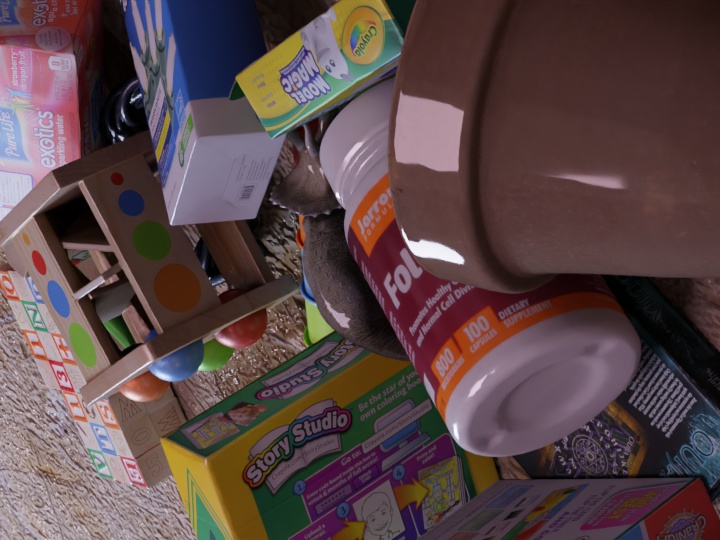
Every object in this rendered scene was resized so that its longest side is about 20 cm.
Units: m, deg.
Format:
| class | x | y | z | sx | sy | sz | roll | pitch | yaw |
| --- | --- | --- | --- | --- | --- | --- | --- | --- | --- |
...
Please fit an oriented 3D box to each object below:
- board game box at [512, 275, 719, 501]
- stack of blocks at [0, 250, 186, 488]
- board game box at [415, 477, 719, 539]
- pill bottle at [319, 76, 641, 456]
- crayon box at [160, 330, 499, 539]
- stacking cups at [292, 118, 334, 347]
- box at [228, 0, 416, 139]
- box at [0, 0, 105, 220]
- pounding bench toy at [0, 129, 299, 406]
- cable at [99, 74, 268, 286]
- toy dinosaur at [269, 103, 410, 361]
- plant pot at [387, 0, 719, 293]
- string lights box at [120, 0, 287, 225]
| class | x | y | z | sx | sy | sz | roll | pitch | yaw |
| --- | --- | --- | --- | --- | --- | --- | --- | --- | --- |
| board game box | 0.154 | 0.092 | 1.237 | 0.135 | 0.028 | 0.200 | 49 | 149 | 16 |
| stack of blocks | -0.221 | 0.077 | 1.774 | 0.115 | 0.059 | 0.200 | 5 | 121 | 56 |
| board game box | 0.091 | 0.175 | 1.224 | 0.200 | 0.153 | 0.040 | -10 | 109 | 60 |
| pill bottle | 0.060 | -0.008 | 1.167 | 0.200 | 0.114 | 0.114 | 61 | 156 | 31 |
| crayon box | -0.011 | 0.137 | 1.357 | 0.058 | 0.200 | 0.173 | 15 | 129 | 52 |
| stacking cups | -0.020 | -0.006 | 1.381 | 0.060 | 0.060 | 0.200 | 28 | 139 | 43 |
| box | 0.012 | -0.131 | 1.157 | 0.048 | 0.117 | 0.200 | 62 | 152 | -4 |
| box | -0.243 | -0.121 | 1.546 | 0.103 | 0.095 | 0.200 | 7 | 138 | 2 |
| pounding bench toy | -0.158 | 0.011 | 1.452 | 0.156 | 0.124 | 0.200 | 62 | 147 | 3 |
| cable | -0.143 | -0.059 | 1.535 | 0.163 | 0.051 | 0.200 | 62 | 152 | -5 |
| toy dinosaur | 0.000 | 0.000 | 1.285 | 0.077 | 0.102 | 0.200 | -24 | 75 | 50 |
| plant pot | 0.134 | -0.070 | 0.980 | 0.175 | 0.200 | 0.200 | 18 | 133 | 28 |
| string lights box | -0.101 | -0.140 | 1.306 | 0.103 | 0.059 | 0.200 | 115 | 145 | -57 |
